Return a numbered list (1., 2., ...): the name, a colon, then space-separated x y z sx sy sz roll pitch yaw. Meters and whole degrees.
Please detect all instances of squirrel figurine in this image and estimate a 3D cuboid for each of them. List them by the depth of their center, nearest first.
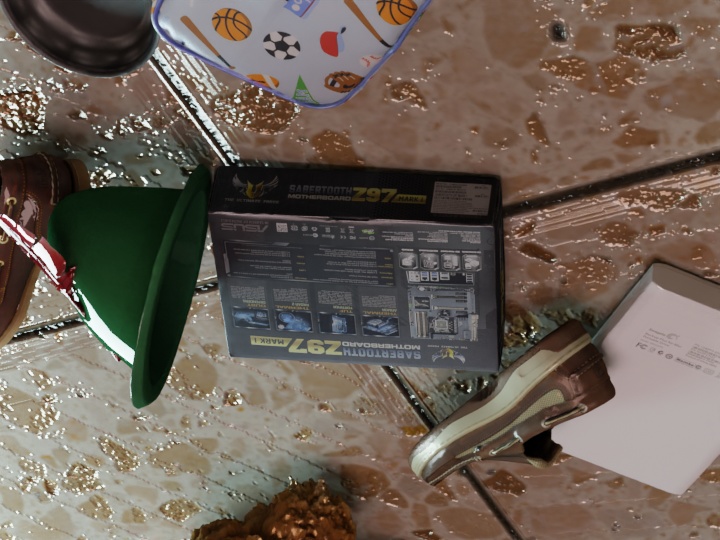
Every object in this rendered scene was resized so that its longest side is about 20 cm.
1. squirrel figurine: -0.047 0.258 1.985 0.186 0.142 0.200 1 141 1

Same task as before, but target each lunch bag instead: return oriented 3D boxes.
1. lunch bag: -0.035 -0.195 1.517 0.160 0.076 0.200 26 138 -13

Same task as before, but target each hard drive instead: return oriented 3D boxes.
1. hard drive: 0.223 0.082 1.806 0.132 0.026 0.200 21 138 -12

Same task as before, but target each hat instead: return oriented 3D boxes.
1. hat: -0.205 -0.018 1.694 0.176 0.166 0.200 14 130 4

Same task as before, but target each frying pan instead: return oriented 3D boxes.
1. frying pan: -0.212 -0.188 1.594 0.190 0.031 0.115 24 137 5

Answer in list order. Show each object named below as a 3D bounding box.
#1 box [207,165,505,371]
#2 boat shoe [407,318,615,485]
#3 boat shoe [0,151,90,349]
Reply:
1. box: 0.000 0.000 1.744 0.200 0.051 0.158 3 138 8
2. boat shoe: 0.110 0.116 1.813 0.075 0.075 0.202 52 137 5
3. boat shoe: -0.260 -0.013 1.763 0.070 0.070 0.200 -1 140 -35
